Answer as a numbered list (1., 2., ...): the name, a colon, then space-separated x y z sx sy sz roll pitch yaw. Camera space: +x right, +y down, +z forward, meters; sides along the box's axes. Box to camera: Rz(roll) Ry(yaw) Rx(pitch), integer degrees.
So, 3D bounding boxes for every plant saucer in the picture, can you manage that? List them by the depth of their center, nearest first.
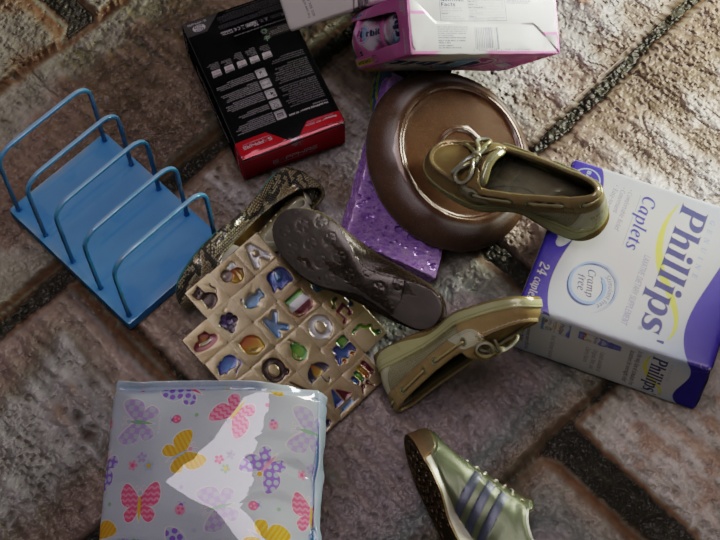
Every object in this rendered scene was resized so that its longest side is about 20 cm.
1. plant saucer: 0.101 -0.121 1.580 0.199 0.032 0.202 6 74 -23

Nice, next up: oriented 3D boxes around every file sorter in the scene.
1. file sorter: -0.263 -0.070 1.563 0.200 0.123 0.139 41 70 20

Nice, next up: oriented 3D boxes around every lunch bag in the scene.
1. lunch bag: -0.131 0.197 1.405 0.199 0.127 0.171 -3 70 11

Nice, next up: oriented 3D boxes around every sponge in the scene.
1. sponge: 0.051 -0.099 1.585 0.111 0.030 0.201 23 67 -18

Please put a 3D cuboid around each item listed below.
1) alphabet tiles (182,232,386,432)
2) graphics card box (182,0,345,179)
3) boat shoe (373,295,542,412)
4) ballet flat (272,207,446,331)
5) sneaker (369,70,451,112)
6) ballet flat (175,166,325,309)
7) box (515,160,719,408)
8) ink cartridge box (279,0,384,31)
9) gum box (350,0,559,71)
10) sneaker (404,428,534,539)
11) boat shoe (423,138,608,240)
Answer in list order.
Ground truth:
1. alphabet tiles: -0.075 0.067 1.509 0.166 0.006 0.200 -42 90 -19
2. graphics card box: -0.109 -0.209 1.674 0.125 0.051 0.201 -22 64 -9
3. boat shoe: 0.099 0.078 1.454 0.200 0.073 0.063 -26 73 34
4. ballet flat: 0.000 0.000 1.507 0.199 0.046 0.068 29 97 12
5. sneaker: 0.064 -0.247 1.689 0.082 0.071 0.201 18 61 -10
6. ballet flat: -0.109 -0.031 1.563 0.075 0.068 0.200 21 59 39
7. box: 0.277 0.012 1.513 0.199 0.105 0.185 19 64 11
8. ink cartridge box: 0.016 -0.338 1.625 0.199 0.146 0.084 -15 105 17
9. gum box: 0.097 -0.252 1.588 0.199 0.113 0.067 -5 89 -29
10. sneaker: 0.121 0.231 1.426 0.089 0.067 0.201 -19 63 -17
11. boat shoe: 0.151 -0.092 1.481 0.200 0.063 0.073 26 67 26
